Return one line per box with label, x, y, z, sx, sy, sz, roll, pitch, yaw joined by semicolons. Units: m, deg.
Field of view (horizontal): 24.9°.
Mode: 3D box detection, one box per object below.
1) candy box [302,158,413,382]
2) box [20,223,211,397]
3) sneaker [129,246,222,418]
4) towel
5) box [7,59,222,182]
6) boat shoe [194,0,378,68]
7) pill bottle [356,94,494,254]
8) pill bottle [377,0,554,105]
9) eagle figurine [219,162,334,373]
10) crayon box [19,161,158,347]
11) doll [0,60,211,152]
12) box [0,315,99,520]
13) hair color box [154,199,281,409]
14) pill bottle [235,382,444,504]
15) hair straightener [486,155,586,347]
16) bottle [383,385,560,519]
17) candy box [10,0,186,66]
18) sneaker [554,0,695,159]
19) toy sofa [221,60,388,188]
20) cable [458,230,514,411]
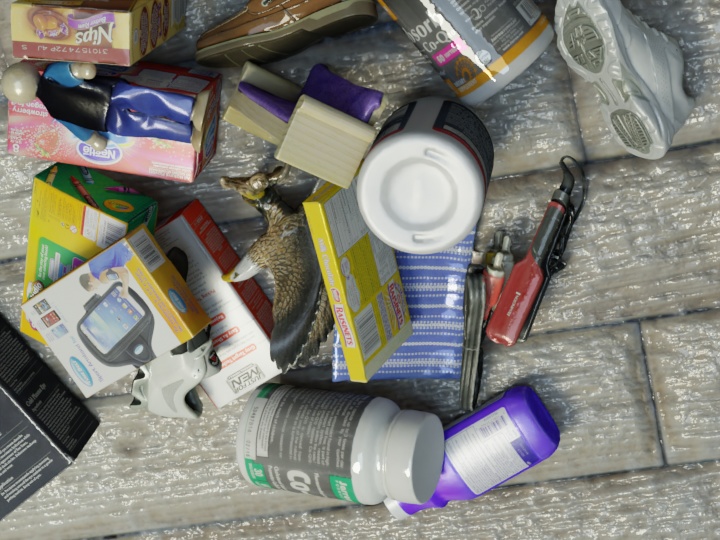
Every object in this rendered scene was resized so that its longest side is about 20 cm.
candy box;0.000;0.000;1.623;0.026;0.102;0.201;1;118;31
box;-0.254;0.047;1.639;0.200;0.041;0.119;-30;99;35
sneaker;-0.181;0.067;1.688;0.088;0.074;0.200;15;123;7
towel;0.046;0.024;1.698;0.144;0.024;0.201;0;111;-12
box;-0.250;-0.160;1.664;0.199;0.100;0.096;9;111;5
boat shoe;-0.076;-0.255;1.625;0.199;0.072;0.068;-14;80;20
pill bottle;0.068;-0.102;1.578;0.119;0.200;0.120;3;111;9
pill bottle;0.083;-0.266;1.561;0.116;0.116;0.200;-38;100;20
eagle figurine;-0.072;-0.005;1.670;0.151;0.152;0.200;-33;82;47
crayon box;-0.284;-0.002;1.693;0.119;0.058;0.200;26;125;18
doll;-0.247;-0.158;1.565;0.199;0.049;0.137;12;151;-2
box;-0.430;0.179;1.815;0.200;0.104;0.182;-37;101;19
hair color box;-0.163;0.036;1.742;0.101;0.061;0.200;-30;101;19
pill bottle;-0.020;0.184;1.721;0.199;0.113;0.113;6;111;24
hair straightener;0.184;-0.020;1.659;0.041;0.077;0.201;20;98;22
bottle;0.114;0.202;1.753;0.200;0.065;0.084;-33;95;19
candy box;-0.248;-0.246;1.578;0.116;0.200;0.057;5;111;7
sneaker;0.258;-0.211;1.570;0.078;0.099;0.200;7;134;52
toy sofa;-0.056;-0.156;1.573;0.083;0.200;0.098;23;97;-25
cable;0.129;0.063;1.683;0.050;0.097;0.201;4;111;7
